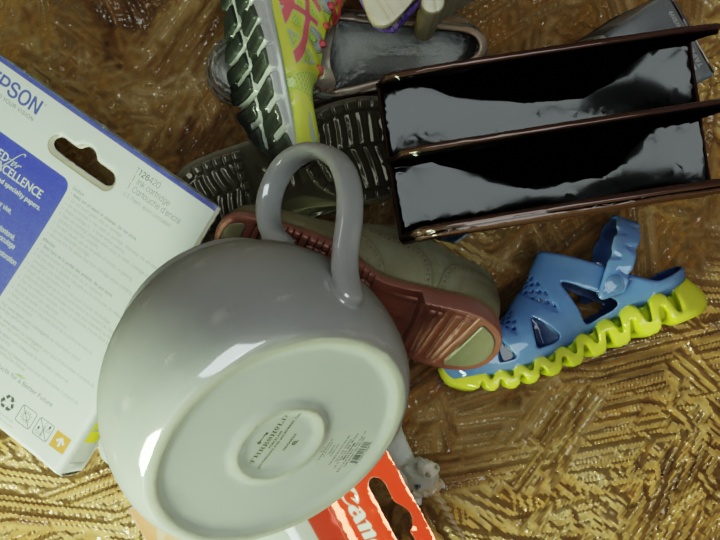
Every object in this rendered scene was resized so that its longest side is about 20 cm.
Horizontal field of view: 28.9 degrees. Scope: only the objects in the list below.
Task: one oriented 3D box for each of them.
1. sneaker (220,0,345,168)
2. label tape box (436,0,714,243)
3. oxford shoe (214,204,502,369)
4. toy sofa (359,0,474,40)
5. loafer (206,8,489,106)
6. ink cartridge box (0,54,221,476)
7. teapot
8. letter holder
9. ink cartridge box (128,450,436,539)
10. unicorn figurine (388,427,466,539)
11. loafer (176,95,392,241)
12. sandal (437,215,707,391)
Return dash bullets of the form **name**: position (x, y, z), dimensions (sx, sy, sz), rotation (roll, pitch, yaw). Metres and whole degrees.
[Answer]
- **sneaker**: position (-0.042, -0.167, 0.912), dimensions (0.089, 0.078, 0.202), rotation (-7, 83, -24)
- **label tape box**: position (0.120, -0.100, 0.940), dimensions (0.199, 0.144, 0.064), rotation (-33, 95, -3)
- **oxford shoe**: position (0.000, 0.000, 0.913), dimensions (0.198, 0.074, 0.071), rotation (24, 131, -13)
- **toy sofa**: position (0.003, -0.248, 0.906), dimensions (0.097, 0.083, 0.201), rotation (-32, 89, -3)
- **loafer**: position (-0.009, -0.151, 0.967), dimensions (0.197, 0.063, 0.073), rotation (-6, 94, -5)
- **ink cartridge box**: position (-0.212, -0.006, 0.916), dimensions (0.197, 0.047, 0.201), rotation (34, 92, 14)
- **teapot**: position (-0.073, 0.049, 0.827), dimensions (0.198, 0.147, 0.198), rotation (-25, 139, -11)
- **letter holder**: position (0.117, -0.079, 0.797), dimensions (0.197, 0.142, 0.102), rotation (-9, 92, -3)
- **ink cartridge box**: position (-0.043, 0.195, 0.930), dimensions (0.199, 0.050, 0.163), rotation (-24, 98, 38)
- **unicorn figurine**: position (-0.011, 0.101, 0.962), dimensions (0.198, 0.074, 0.138), rotation (10, 135, 7)
- **loafer**: position (-0.044, -0.073, 0.968), dimensions (0.198, 0.068, 0.077), rotation (-15, 99, -21)
- **sandal**: position (0.141, 0.025, 0.986), dimensions (0.198, 0.079, 0.088), rotation (-23, 91, -12)
